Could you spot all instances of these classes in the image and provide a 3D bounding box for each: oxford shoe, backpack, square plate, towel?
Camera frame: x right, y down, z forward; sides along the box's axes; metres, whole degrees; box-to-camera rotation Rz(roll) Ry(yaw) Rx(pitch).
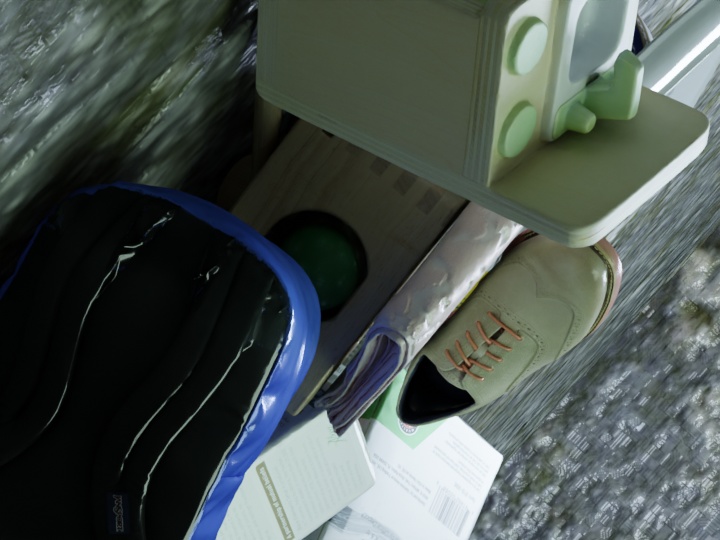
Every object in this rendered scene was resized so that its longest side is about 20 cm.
[{"bbox_3d":[0.084,0.039,1.259,0.074,0.071,0.200,-45,176,-37],"label":"oxford shoe"},{"bbox_3d":[-0.118,0.054,1.111,0.200,0.162,0.168,-64,175,7],"label":"backpack"},{"bbox_3d":[0.174,-0.087,1.433,0.200,0.028,0.198,-42,166,-32],"label":"square plate"},{"bbox_3d":[0.056,-0.007,1.226,0.200,0.032,0.191,-50,179,-23],"label":"towel"}]

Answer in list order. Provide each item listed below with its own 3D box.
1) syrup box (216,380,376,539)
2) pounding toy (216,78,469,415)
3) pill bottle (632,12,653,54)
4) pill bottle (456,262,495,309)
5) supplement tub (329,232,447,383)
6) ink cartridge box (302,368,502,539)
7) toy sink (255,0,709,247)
[{"bbox_3d":[-0.097,0.139,1.304,0.200,0.079,0.081,-34,129,-21],"label":"syrup box"},{"bbox_3d":[-0.027,-0.041,1.242,0.184,0.142,0.200,-52,178,16],"label":"pounding toy"},{"bbox_3d":[0.133,-0.141,1.468,0.116,0.116,0.200,-53,168,17],"label":"pill bottle"},{"bbox_3d":[0.097,-0.017,1.718,0.112,0.112,0.200,-37,163,-42],"label":"pill bottle"},{"bbox_3d":[0.000,0.000,1.414,0.200,0.122,0.123,-53,167,16],"label":"supplement tub"},{"bbox_3d":[-0.004,0.178,1.499,0.147,0.083,0.200,44,63,-41],"label":"ink cartridge box"},{"bbox_3d":[0.066,-0.120,1.066,0.130,0.200,0.112,-37,145,-39],"label":"toy sink"}]
